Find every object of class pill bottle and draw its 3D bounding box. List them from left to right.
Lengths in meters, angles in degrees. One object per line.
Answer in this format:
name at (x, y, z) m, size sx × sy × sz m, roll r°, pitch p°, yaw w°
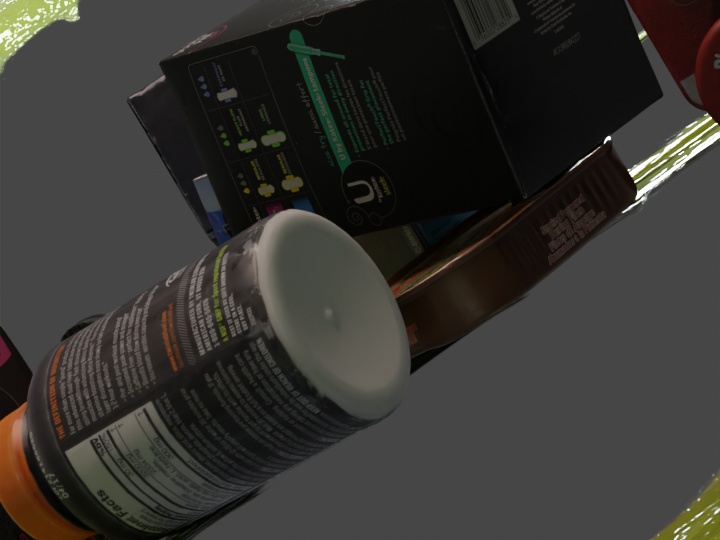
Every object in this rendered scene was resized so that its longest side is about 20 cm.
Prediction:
pill bottle at (-0.082, 0.059, 1.344) m, size 0.200 × 0.106 × 0.106 m, roll -29°, pitch 6°, yaw 31°

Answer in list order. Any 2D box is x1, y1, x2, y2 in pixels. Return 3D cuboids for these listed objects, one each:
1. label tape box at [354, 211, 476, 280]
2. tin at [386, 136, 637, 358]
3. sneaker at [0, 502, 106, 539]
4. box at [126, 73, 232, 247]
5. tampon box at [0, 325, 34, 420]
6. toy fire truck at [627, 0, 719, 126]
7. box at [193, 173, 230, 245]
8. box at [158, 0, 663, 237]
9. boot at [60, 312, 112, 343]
label tape box at (0.000, 0.000, 1.667) m, size 0.200 × 0.063 × 0.144 m, roll -29°, pitch 6°, yaw 36°
tin at (0.066, -0.007, 1.468) m, size 0.112 × 0.042 × 0.200 m, roll -23°, pitch 10°, yaw 43°
sneaker at (-0.141, 0.115, 1.513) m, size 0.200 × 0.074 × 0.087 m, roll -30°, pitch -10°, yaw -15°
box at (-0.016, -0.088, 1.891) m, size 0.196 × 0.124 × 0.200 m, roll -34°, pitch -22°, yaw 2°
tampon box at (-0.259, 0.135, 1.610) m, size 0.150 × 0.126 × 0.200 m, roll -36°, pitch 6°, yaw -31°
toy fire truck at (0.208, -0.168, 1.367) m, size 0.200 × 0.168 × 0.112 m, roll -31°, pitch 5°, yaw 22°
box at (0.007, -0.054, 1.773) m, size 0.200 × 0.048 × 0.122 m, roll -27°, pitch -35°, yaw -6°
box at (0.025, -0.101, 1.518) m, size 0.200 × 0.125 × 0.148 m, roll -13°, pitch 16°, yaw 42°
boot at (-0.106, 0.022, 2.088) m, size 0.162 × 0.073 × 0.198 m, roll -39°, pitch 15°, yaw -37°
